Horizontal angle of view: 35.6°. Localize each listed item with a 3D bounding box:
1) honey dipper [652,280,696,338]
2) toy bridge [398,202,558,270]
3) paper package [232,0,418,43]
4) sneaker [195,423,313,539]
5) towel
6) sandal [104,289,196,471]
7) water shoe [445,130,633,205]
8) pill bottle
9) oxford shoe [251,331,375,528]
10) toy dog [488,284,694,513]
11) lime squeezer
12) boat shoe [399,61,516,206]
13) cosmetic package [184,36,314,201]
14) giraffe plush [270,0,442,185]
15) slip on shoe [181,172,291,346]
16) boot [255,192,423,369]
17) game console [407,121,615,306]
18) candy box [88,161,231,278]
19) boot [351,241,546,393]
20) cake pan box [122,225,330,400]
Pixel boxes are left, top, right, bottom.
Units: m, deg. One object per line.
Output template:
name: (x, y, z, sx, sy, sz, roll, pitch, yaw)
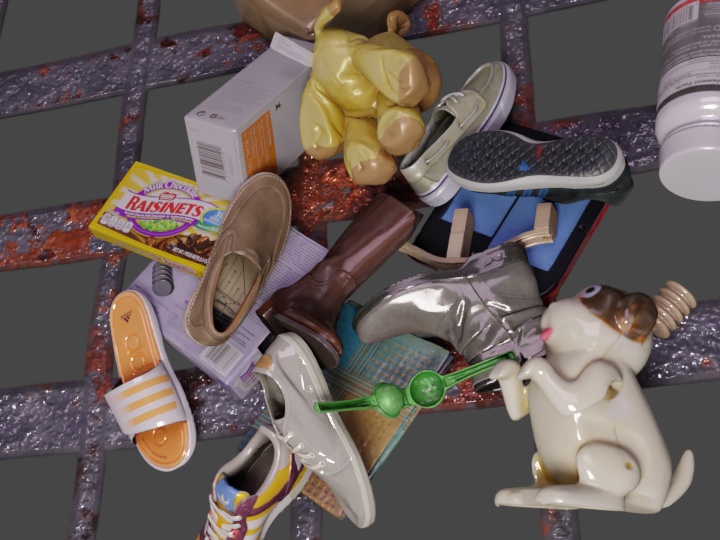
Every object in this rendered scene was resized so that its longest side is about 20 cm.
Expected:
honey dipper: (0.247, 0.094, 1.082, 0.200, 0.038, 0.038, -47, 58, -8)
toy bridge: (0.104, -0.032, 1.177, 0.199, 0.027, 0.067, -2, 59, 24)
paper package: (-0.048, -0.366, 1.410, 0.191, 0.104, 0.200, -44, 56, -12)
sneaker: (-0.124, 0.237, 1.071, 0.075, 0.090, 0.201, 22, 77, 29)
towel: (-0.016, 0.137, 1.149, 0.146, 0.022, 0.200, 28, 73, 29)
sandal: (-0.239, 0.116, 1.181, 0.079, 0.059, 0.207, -32, 68, 23)
water shoe: (0.181, -0.095, 1.157, 0.199, 0.079, 0.072, 8, 64, 37)
pill bottle: (0.365, -0.180, 1.157, 0.113, 0.114, 0.201, 2, 61, 19)
oxford shoe: (-0.045, 0.156, 1.047, 0.058, 0.201, 0.075, -30, 11, -25)
toy dog: (0.213, 0.112, 0.997, 0.193, 0.140, 0.201, 4, 78, -5)
lime squeezer: (0.047, 0.117, 1.054, 0.199, 0.071, 0.038, -12, 88, -16)
boat shoe: (0.111, -0.164, 1.245, 0.072, 0.062, 0.200, -3, 51, 50)
cosmetic package: (-0.107, -0.173, 1.274, 0.071, 0.102, 0.200, 17, 45, 25)
giraffe plush: (0.020, -0.207, 1.245, 0.200, 0.162, 0.173, 48, 124, 15)
slip on shoe: (-0.122, -0.014, 1.171, 0.201, 0.076, 0.061, -63, 20, -18)
boot: (0.000, 0.000, 1.112, 0.200, 0.064, 0.186, -41, 25, -12)
game console: (0.168, -0.065, 1.202, 0.176, 0.031, 0.200, 24, 70, 28)
candy box: (-0.204, -0.055, 1.263, 0.199, 0.026, 0.102, 19, 64, 28)
boot: (0.097, 0.064, 1.107, 0.199, 0.068, 0.131, -23, 65, 8)
cake pan box: (-0.141, 0.020, 1.241, 0.200, 0.052, 0.184, 31, 75, 31)
